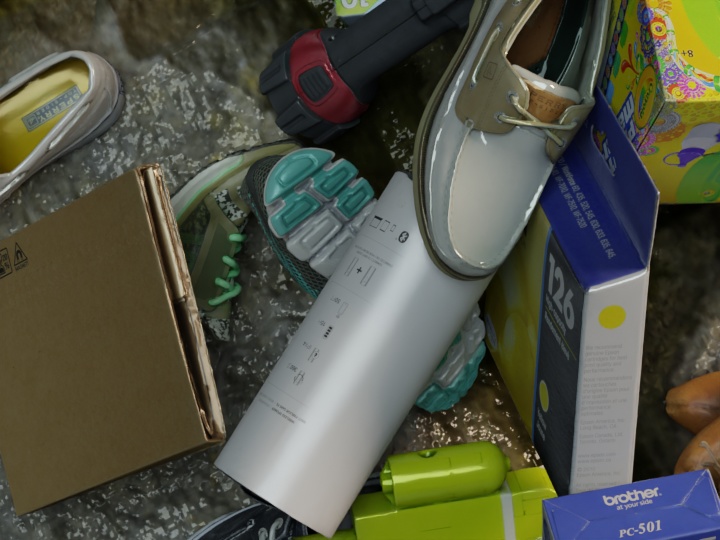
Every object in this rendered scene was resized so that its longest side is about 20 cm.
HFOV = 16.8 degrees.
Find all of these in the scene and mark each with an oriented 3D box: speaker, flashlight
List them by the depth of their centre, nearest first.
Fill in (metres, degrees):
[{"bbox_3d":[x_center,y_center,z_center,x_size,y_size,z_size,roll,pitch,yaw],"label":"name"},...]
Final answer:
[{"bbox_3d":[0.001,0.048,1.370,0.081,0.081,0.201,31,86,12],"label":"speaker"},{"bbox_3d":[0.023,-0.142,1.438,0.200,0.068,0.068,-31,50,44],"label":"flashlight"}]

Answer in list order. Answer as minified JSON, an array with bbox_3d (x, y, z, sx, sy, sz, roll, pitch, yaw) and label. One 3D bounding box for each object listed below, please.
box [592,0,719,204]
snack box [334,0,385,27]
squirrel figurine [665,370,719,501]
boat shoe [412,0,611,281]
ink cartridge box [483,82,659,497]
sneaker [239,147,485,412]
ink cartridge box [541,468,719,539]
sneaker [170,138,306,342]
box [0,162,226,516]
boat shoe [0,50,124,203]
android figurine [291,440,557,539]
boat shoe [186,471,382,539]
[{"bbox_3d":[0.229,-0.147,1.357,0.199,0.122,0.194,-2,65,-13],"label":"box"},{"bbox_3d":[0.082,-0.228,1.501,0.199,0.053,0.143,-5,84,8],"label":"snack box"},{"bbox_3d":[0.274,0.098,1.358,0.199,0.187,0.142,-19,80,6],"label":"squirrel figurine"},{"bbox_3d":[0.084,-0.093,1.313,0.074,0.068,0.201,17,83,-27],"label":"boat shoe"},{"bbox_3d":[0.113,0.000,1.355,0.047,0.198,0.201,-5,120,-8],"label":"ink cartridge box"},{"bbox_3d":[0.000,0.000,1.457,0.078,0.091,0.200,-42,116,-13],"label":"sneaker"},{"bbox_3d":[0.150,0.196,1.358,0.094,0.201,0.044,-9,46,-6],"label":"ink cartridge box"},{"bbox_3d":[-0.098,0.000,1.498,0.200,0.077,0.089,-42,88,9],"label":"sneaker"},{"bbox_3d":[-0.162,0.046,1.436,0.200,0.021,0.164,-24,78,45],"label":"box"},{"bbox_3d":[-0.239,-0.070,1.514,0.201,0.086,0.075,-33,79,3],"label":"boat shoe"},{"bbox_3d":[0.063,0.184,1.421,0.199,0.041,0.183,-6,110,-3],"label":"android figurine"},{"bbox_3d":[-0.034,0.166,1.459,0.199,0.068,0.072,-18,80,6],"label":"boat shoe"}]
